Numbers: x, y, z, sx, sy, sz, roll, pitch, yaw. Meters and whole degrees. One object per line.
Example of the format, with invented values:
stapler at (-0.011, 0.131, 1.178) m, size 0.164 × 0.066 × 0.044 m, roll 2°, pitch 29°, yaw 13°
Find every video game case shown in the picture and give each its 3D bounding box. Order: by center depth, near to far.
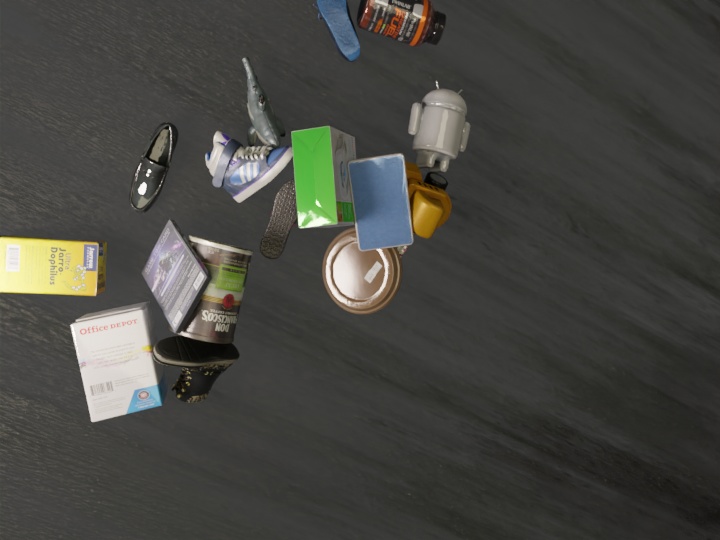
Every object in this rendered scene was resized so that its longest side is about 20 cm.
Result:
video game case at (-0.389, 0.010, 1.304) m, size 0.019 × 0.200 × 0.144 m, roll 14°, pitch 117°, yaw -49°

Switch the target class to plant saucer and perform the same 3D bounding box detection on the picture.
plant saucer at (0.000, 0.000, 1.441) m, size 0.195 × 0.029 × 0.206 m, roll 1°, pitch 92°, yaw 17°

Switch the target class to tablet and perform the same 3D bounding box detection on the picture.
tablet at (0.045, -0.149, 1.377) m, size 0.127 × 0.014 × 0.205 m, roll -7°, pitch 105°, yaw 3°

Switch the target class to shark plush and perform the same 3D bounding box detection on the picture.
shark plush at (-0.212, -0.369, 1.382) m, size 0.088 × 0.083 × 0.206 m, roll -7°, pitch 95°, yaw -13°

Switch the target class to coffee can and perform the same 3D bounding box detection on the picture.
coffee can at (-0.324, 0.040, 1.350) m, size 0.143 × 0.146 × 0.205 m, roll 13°, pitch 91°, yaw -14°

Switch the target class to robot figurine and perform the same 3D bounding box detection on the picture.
robot figurine at (0.186, -0.337, 1.468) m, size 0.166 × 0.112 × 0.205 m, roll 13°, pitch 91°, yaw -30°

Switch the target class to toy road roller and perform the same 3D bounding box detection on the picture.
toy road roller at (0.115, -0.158, 1.423) m, size 0.196 × 0.147 × 0.125 m, roll 16°, pitch 121°, yaw -17°

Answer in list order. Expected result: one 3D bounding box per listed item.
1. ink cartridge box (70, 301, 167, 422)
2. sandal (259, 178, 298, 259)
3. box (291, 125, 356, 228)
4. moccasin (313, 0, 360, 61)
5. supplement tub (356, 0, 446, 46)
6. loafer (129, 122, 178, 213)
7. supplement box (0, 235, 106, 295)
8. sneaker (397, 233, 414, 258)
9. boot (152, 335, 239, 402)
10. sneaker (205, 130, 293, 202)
ink cartridge box at (-0.503, 0.185, 1.316) m, size 0.143 × 0.146 × 0.205 m, roll -11°, pitch 97°, yaw -12°
sandal at (-0.176, -0.124, 1.435) m, size 0.074 × 0.045 × 0.203 m, roll 26°, pitch 102°, yaw -8°
box at (-0.073, -0.198, 1.371) m, size 0.094 × 0.176 × 0.206 m, roll -4°, pitch 92°, yaw 18°
moccasin at (-0.060, -0.571, 1.417) m, size 0.079 × 0.068 × 0.205 m, roll -17°, pitch 96°, yaw -4°
supplement tub at (0.096, -0.584, 1.433) m, size 0.195 × 0.107 × 0.110 m, roll 12°, pitch 91°, yaw -14°
loafer at (-0.448, -0.223, 1.340) m, size 0.067 × 0.070 × 0.205 m, roll 22°, pitch 89°, yaw -14°
supplement box at (-0.637, -0.011, 1.288) m, size 0.195 × 0.109 × 0.113 m, roll 3°, pitch 93°, yaw -14°
sneaker at (0.045, -0.028, 1.478) m, size 0.086 × 0.074 × 0.202 m, roll 32°, pitch 95°, yaw 2°
boot at (-0.372, 0.218, 1.329) m, size 0.201 × 0.074 × 0.155 m, roll 9°, pitch 126°, yaw -49°
sneaker at (-0.250, -0.250, 1.344) m, size 0.198 × 0.081 × 0.147 m, roll -30°, pitch 110°, yaw 31°
